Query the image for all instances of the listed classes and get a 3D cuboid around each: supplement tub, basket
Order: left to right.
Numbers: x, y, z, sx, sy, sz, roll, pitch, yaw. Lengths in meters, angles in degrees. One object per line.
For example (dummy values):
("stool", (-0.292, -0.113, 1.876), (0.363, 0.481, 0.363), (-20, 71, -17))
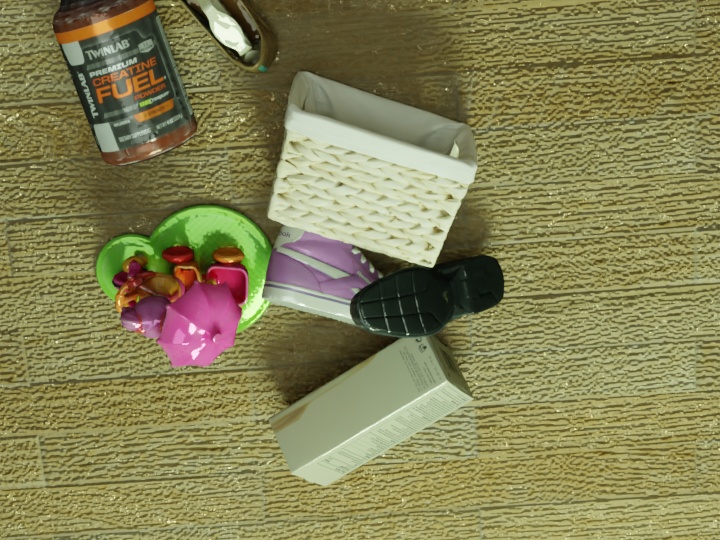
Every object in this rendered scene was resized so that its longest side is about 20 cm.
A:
("supplement tub", (-0.242, -0.214, 1.537), (0.106, 0.107, 0.202), (-17, 108, 6))
("basket", (0.007, -0.102, 1.562), (0.198, 0.136, 0.125), (17, 112, -6))

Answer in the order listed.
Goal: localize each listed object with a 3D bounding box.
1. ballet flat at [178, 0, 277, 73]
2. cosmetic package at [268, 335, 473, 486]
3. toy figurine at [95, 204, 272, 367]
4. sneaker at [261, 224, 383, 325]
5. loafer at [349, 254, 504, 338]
("ballet flat", (-0.156, -0.276, 1.533), (0.068, 0.072, 0.201), (-35, 105, 11))
("cosmetic package", (0.012, 0.148, 1.653), (0.199, 0.105, 0.072), (-31, 66, 9))
("toy figurine", (-0.190, 0.029, 1.579), (0.197, 0.184, 0.152), (3, 109, 0))
("sneaker", (0.000, 0.000, 1.629), (0.199, 0.072, 0.116), (18, 80, -25))
("loafer", (0.059, 0.030, 1.583), (0.198, 0.072, 0.074), (-8, 91, -41))
